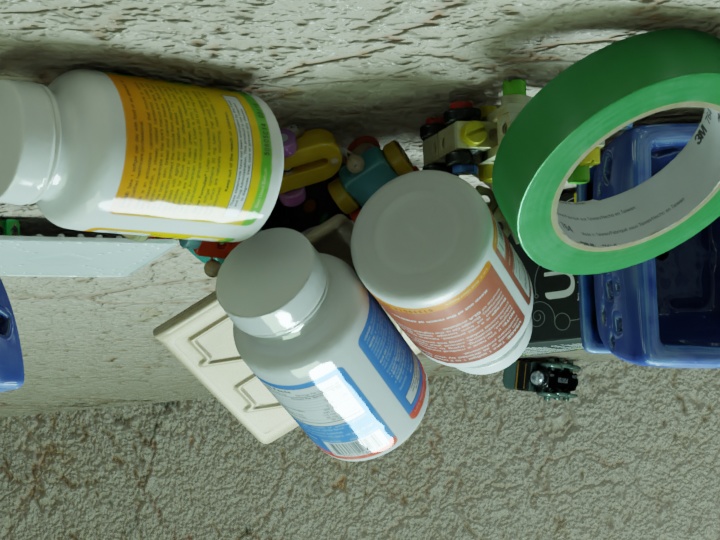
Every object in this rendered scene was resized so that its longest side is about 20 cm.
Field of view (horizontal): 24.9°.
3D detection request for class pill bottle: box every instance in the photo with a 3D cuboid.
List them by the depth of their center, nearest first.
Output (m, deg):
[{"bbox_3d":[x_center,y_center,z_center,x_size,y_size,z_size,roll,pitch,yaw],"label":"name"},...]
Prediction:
[{"bbox_3d":[-0.163,-0.081,1.139,0.200,0.111,0.111,4,168,-38],"label":"pill bottle"},{"bbox_3d":[-0.031,0.056,1.275,0.112,0.112,0.200,-7,142,23],"label":"pill bottle"},{"bbox_3d":[0.073,0.011,1.297,0.112,0.112,0.200,-6,155,18],"label":"pill bottle"}]

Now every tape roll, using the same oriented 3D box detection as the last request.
[{"bbox_3d":[0.193,-0.080,1.157,0.200,0.048,0.201,-17,145,-12],"label":"tape roll"}]

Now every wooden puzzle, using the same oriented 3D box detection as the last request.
[{"bbox_3d":[-0.052,0.046,1.371,0.185,0.046,0.200,-31,137,9],"label":"wooden puzzle"}]

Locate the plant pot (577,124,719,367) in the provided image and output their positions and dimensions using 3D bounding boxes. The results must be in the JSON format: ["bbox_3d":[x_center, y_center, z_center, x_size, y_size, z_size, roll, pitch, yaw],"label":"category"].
[{"bbox_3d":[0.293,-0.017,1.419,0.200,0.201,0.180,-1,178,-16],"label":"plant pot"}]

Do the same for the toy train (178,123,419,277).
[{"bbox_3d":[-0.047,-0.062,1.340,0.200,0.056,0.150,2,134,-27],"label":"toy train"}]

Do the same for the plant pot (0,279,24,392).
[{"bbox_3d":[-0.446,0.028,1.497,0.200,0.180,0.200,-12,167,40],"label":"plant pot"}]

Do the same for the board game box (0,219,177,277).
[{"bbox_3d":[-0.316,-0.023,1.713,0.200,0.026,0.200,1,169,-24],"label":"board game box"}]

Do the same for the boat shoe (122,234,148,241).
[{"bbox_3d":[-0.194,-0.072,1.346,0.066,0.074,0.200,12,166,-13],"label":"boat shoe"}]

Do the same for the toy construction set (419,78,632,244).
[{"bbox_3d":[0.121,-0.092,1.275,0.131,0.092,0.200,-1,160,-15],"label":"toy construction set"}]

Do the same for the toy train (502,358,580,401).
[{"bbox_3d":[0.368,0.217,3.288,0.114,0.085,0.200,6,178,28],"label":"toy train"}]

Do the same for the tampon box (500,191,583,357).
[{"bbox_3d":[0.213,0.005,1.675,0.200,0.150,0.126,-9,170,32],"label":"tampon box"}]

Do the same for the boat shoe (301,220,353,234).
[{"bbox_3d":[0.000,0.000,1.428,0.200,0.072,0.066,-14,-140,-41],"label":"boat shoe"}]

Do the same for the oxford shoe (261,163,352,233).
[{"bbox_3d":[-0.051,-0.069,1.447,0.200,0.073,0.084,-4,-157,-41],"label":"oxford shoe"}]

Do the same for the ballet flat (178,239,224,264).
[{"bbox_3d":[-0.114,-0.028,1.490,0.073,0.073,0.200,2,-161,-30],"label":"ballet flat"}]
